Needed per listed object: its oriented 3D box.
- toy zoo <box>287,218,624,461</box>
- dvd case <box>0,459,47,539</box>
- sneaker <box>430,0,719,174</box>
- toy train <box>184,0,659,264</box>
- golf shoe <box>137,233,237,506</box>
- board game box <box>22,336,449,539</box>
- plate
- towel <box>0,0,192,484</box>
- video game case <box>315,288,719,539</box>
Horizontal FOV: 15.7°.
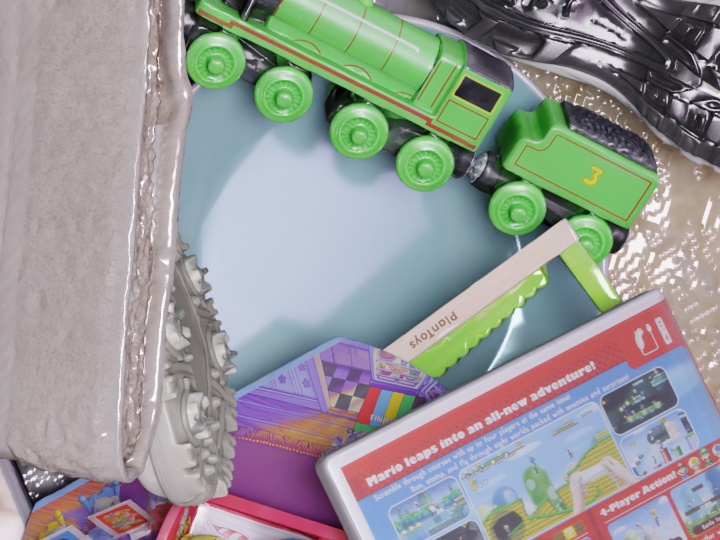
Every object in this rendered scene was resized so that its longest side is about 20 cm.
[{"bbox_3d":[0.082,0.099,0.968,0.131,0.020,0.200,-36,86,4],"label":"toy zoo"},{"bbox_3d":[-0.216,0.042,0.960,0.142,0.018,0.201,-24,99,-12],"label":"dvd case"},{"bbox_3d":[0.094,-0.104,1.016,0.200,0.079,0.074,35,102,1],"label":"sneaker"},{"bbox_3d":[0.023,-0.063,0.976,0.200,0.042,0.056,26,113,-16],"label":"toy train"},{"bbox_3d":[-0.109,0.004,0.942,0.097,0.078,0.201,-25,69,9],"label":"golf shoe"},{"bbox_3d":[-0.036,0.117,0.932,0.200,0.039,0.158,-29,70,5],"label":"board game box"},{"bbox_3d":[0.000,0.000,1.015,0.199,0.026,0.201,-1,95,-16],"label":"plate"},{"bbox_3d":[-0.125,-0.032,0.898,0.132,0.034,0.201,3,87,27],"label":"towel"},{"bbox_3d":[0.088,0.126,0.919,0.143,0.017,0.201,-26,91,-17],"label":"video game case"}]
